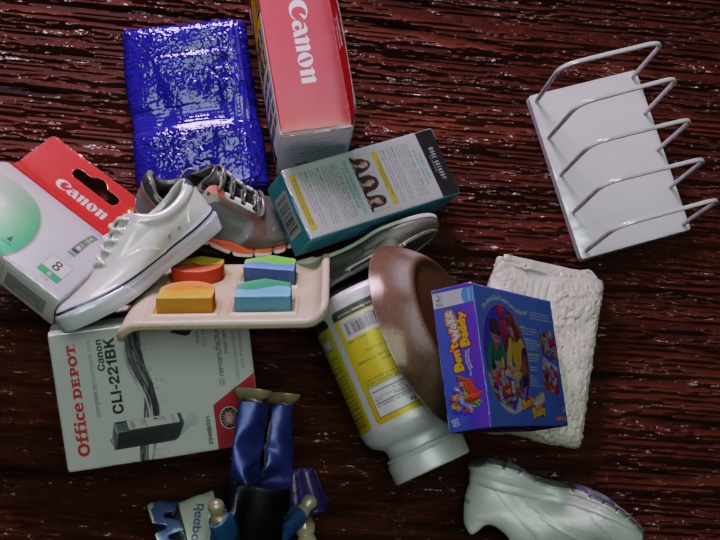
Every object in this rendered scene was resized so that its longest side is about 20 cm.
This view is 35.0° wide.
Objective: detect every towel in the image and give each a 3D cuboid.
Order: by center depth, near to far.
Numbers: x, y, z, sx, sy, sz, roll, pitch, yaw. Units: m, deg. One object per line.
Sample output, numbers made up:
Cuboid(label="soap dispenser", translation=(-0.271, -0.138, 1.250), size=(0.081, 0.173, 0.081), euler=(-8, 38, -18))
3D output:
Cuboid(label="towel", translation=(0.194, 0.088, 1.258), size=(0.131, 0.034, 0.202), euler=(10, 76, -3))
Cuboid(label="towel", translation=(-0.185, -0.181, 1.270), size=(0.146, 0.050, 0.202), euler=(-7, 78, -9))

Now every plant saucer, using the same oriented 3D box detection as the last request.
Cuboid(label="plant saucer", translation=(0.079, 0.059, 1.159), size=(0.036, 0.200, 0.202), euler=(-28, 80, 24))

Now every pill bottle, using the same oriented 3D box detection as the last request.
Cuboid(label="pill bottle", translation=(0.034, 0.114, 1.194), size=(0.111, 0.113, 0.202), euler=(-22, 81, -11))

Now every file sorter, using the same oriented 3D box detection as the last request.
Cuboid(label="file sorter", translation=(0.293, -0.136, 1.276), size=(0.137, 0.125, 0.202), euler=(-14, 78, -10))

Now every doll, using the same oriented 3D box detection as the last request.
Cuboid(label="doll", translation=(-0.095, 0.219, 1.110), size=(0.136, 0.048, 0.203), euler=(15, 77, -45))

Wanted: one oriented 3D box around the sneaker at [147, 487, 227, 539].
Cuboid(label="sneaker", translation=(-0.127, 0.305, 1.147), size=(0.114, 0.081, 0.201), euler=(-23, 79, -9))

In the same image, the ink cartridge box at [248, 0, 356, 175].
Cuboid(label="ink cartridge box", translation=(-0.065, -0.229, 1.230), size=(0.083, 0.176, 0.202), euler=(-9, 77, -8))

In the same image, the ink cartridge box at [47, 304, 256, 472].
Cuboid(label="ink cartridge box", translation=(-0.207, 0.110, 1.160), size=(0.197, 0.084, 0.146), euler=(-8, 101, -7))

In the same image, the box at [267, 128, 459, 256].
Cuboid(label="box", translation=(0.005, -0.086, 1.238), size=(0.198, 0.049, 0.083), euler=(-18, 79, -30))

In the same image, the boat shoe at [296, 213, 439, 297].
Cuboid(label="boat shoe", translation=(0.000, 0.000, 1.239), size=(0.198, 0.067, 0.057), euler=(-22, 70, -4))

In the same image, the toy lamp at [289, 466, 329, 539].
Cuboid(label="toy lamp", translation=(-0.050, 0.304, 1.170), size=(0.057, 0.058, 0.202), euler=(-8, 80, -8))

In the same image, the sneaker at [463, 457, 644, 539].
Cuboid(label="sneaker", translation=(0.200, 0.262, 1.209), size=(0.198, 0.075, 0.088), euler=(16, 87, 4))

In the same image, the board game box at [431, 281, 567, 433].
Cuboid(label="board game box", translation=(0.143, 0.091, 1.141), size=(0.044, 0.199, 0.136), euler=(-13, 77, 29))

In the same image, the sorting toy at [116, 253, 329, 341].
Cuboid(label="sorting toy", translation=(-0.128, 0.017, 1.119), size=(0.197, 0.185, 0.037), euler=(-5, 107, 0))

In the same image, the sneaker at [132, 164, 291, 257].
Cuboid(label="sneaker", translation=(-0.142, -0.069, 1.213), size=(0.198, 0.083, 0.077), euler=(1, 36, -16))

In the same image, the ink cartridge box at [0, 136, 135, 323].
Cuboid(label="ink cartridge box", translation=(-0.315, -0.060, 1.180), size=(0.160, 0.050, 0.200), euler=(37, 47, 2))

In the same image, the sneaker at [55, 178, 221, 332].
Cuboid(label="sneaker", translation=(-0.228, -0.017, 1.124), size=(0.200, 0.073, 0.071), euler=(-42, 108, -32))
